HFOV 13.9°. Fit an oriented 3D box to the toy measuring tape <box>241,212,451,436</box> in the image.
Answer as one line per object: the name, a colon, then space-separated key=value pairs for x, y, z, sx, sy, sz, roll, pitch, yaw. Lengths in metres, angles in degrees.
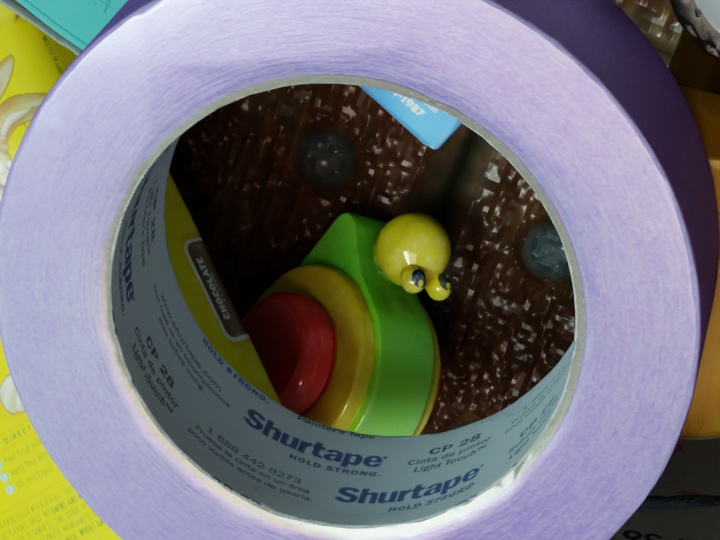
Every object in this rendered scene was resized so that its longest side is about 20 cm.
toy measuring tape: x=-0.029 y=0.061 z=1.015 sx=0.073 sy=0.074 sz=0.200 roll=37 pitch=115 yaw=-4

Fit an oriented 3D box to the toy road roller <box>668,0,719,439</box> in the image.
toy road roller: x=0.156 y=-0.041 z=0.891 sx=0.145 sy=0.123 sz=0.201 roll=16 pitch=116 yaw=7

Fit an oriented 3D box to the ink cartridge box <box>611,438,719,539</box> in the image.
ink cartridge box: x=0.127 y=0.112 z=0.926 sx=0.116 sy=0.200 sz=0.068 roll=10 pitch=117 yaw=10

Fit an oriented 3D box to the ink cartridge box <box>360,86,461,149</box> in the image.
ink cartridge box: x=0.048 y=-0.150 z=0.901 sx=0.116 sy=0.067 sz=0.200 roll=41 pitch=118 yaw=-4

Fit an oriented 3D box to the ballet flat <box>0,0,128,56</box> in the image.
ballet flat: x=-0.117 y=-0.124 z=0.906 sx=0.200 sy=0.064 sz=0.068 roll=35 pitch=119 yaw=11

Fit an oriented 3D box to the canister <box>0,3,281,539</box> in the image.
canister: x=-0.116 y=0.010 z=0.972 sx=0.148 sy=0.086 sz=0.201 roll=-28 pitch=86 yaw=33

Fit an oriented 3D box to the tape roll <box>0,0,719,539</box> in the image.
tape roll: x=0.000 y=0.000 z=0.840 sx=0.199 sy=0.066 sz=0.201 roll=4 pitch=113 yaw=10
